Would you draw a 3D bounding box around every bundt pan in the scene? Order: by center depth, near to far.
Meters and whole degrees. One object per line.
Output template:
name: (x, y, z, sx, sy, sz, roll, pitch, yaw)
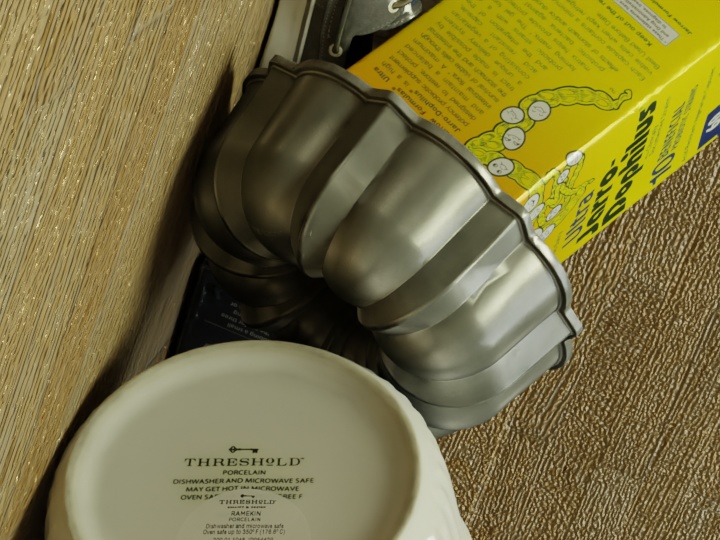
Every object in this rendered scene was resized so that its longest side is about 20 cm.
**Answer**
bundt pan: (0.000, 0.000, 1.226, 0.076, 0.202, 0.202, -47, 168, -22)

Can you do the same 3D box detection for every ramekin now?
ramekin: (-0.046, 0.123, 1.177, 0.105, 0.199, 0.201, 85, 23, -46)

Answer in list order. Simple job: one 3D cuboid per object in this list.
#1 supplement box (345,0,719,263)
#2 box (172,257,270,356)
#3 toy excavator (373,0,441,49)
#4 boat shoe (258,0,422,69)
supplement box: (0.092, -0.084, 1.318, 0.200, 0.109, 0.109, -38, 158, -24)
box: (-0.044, 0.056, 1.469, 0.148, 0.104, 0.201, -63, 173, -55)
toy excavator: (0.034, -0.175, 1.459, 0.200, 0.099, 0.195, -84, -166, -71)
boat shoe: (-0.002, -0.134, 1.285, 0.070, 0.066, 0.201, -62, 173, -55)
